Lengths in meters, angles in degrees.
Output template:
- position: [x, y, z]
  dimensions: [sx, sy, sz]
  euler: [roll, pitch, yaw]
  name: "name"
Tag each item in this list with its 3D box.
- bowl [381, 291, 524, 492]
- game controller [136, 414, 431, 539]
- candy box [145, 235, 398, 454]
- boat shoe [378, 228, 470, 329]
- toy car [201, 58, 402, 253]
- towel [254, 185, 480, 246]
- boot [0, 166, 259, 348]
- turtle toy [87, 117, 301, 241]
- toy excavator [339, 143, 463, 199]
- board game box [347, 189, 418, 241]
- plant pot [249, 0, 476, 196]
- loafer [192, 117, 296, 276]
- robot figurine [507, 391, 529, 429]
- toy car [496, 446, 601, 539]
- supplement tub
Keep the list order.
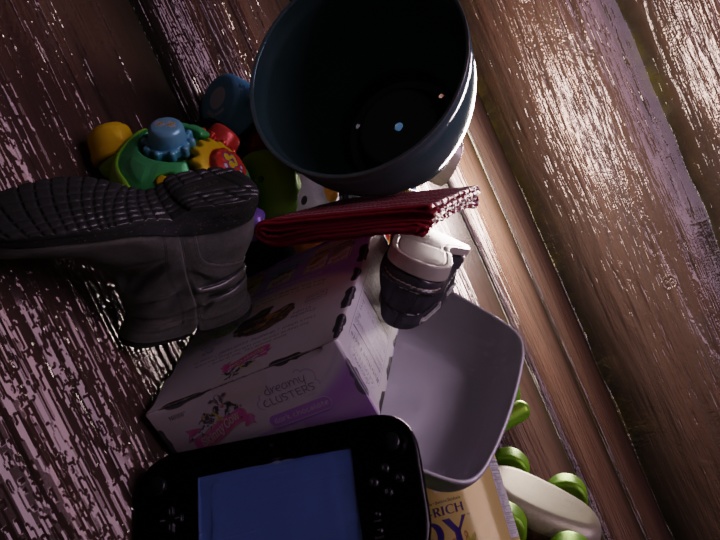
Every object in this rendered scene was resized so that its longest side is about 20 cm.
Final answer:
- position: [0.046, 0.108, 0.794]
  dimensions: [0.198, 0.075, 0.201]
  euler: [27, 50, 4]
  name: "bowl"
- position: [-0.053, 0.160, 0.541]
  dimensions: [0.042, 0.197, 0.105]
  euler: [71, 9, -49]
  name: "game controller"
- position: [-0.057, 0.058, 0.664]
  dimensions: [0.072, 0.166, 0.201]
  euler: [60, 21, -20]
  name: "candy box"
- position: [0.049, 0.000, 0.703]
  dimensions: [0.072, 0.063, 0.200]
  euler: [21, 13, 6]
  name: "boat shoe"
- position: [-0.054, -0.100, 0.867]
  dimensions: [0.183, 0.175, 0.203]
  euler: [19, 62, -50]
  name: "toy car"
- position: [0.015, -0.047, 0.677]
  dimensions: [0.200, 0.143, 0.023]
  euler: [-28, 113, -68]
  name: "towel"
- position: [-0.162, 0.005, 0.572]
  dimensions: [0.068, 0.198, 0.132]
  euler: [52, -40, 45]
  name: "boot"
- position: [-0.129, -0.065, 0.690]
  dimensions: [0.199, 0.100, 0.147]
  euler: [-10, 78, -61]
  name: "turtle toy"
- position: [0.047, -0.118, 1.017]
  dimensions: [0.099, 0.201, 0.195]
  euler: [21, 30, -17]
  name: "toy excavator"
- position: [0.000, 0.000, 0.889]
  dimensions: [0.126, 0.034, 0.202]
  euler: [-7, 117, -68]
  name: "board game box"
- position: [0.019, -0.151, 0.736]
  dimensions: [0.134, 0.198, 0.203]
  euler: [38, 35, -61]
  name: "plant pot"
- position: [-0.115, -0.052, 0.803]
  dimensions: [0.202, 0.068, 0.070]
  euler: [62, -10, 0]
  name: "loafer"
- position: [0.145, 0.160, 1.116]
  dimensions: [0.200, 0.116, 0.176]
  euler: [38, 12, -50]
  name: "robot figurine"
- position: [0.186, 0.353, 0.995]
  dimensions: [0.156, 0.202, 0.164]
  euler: [23, 18, 6]
  name: "toy car"
- position: [0.084, 0.254, 0.849]
  dimensions: [0.145, 0.144, 0.202]
  euler: [25, 45, -60]
  name: "supplement tub"
